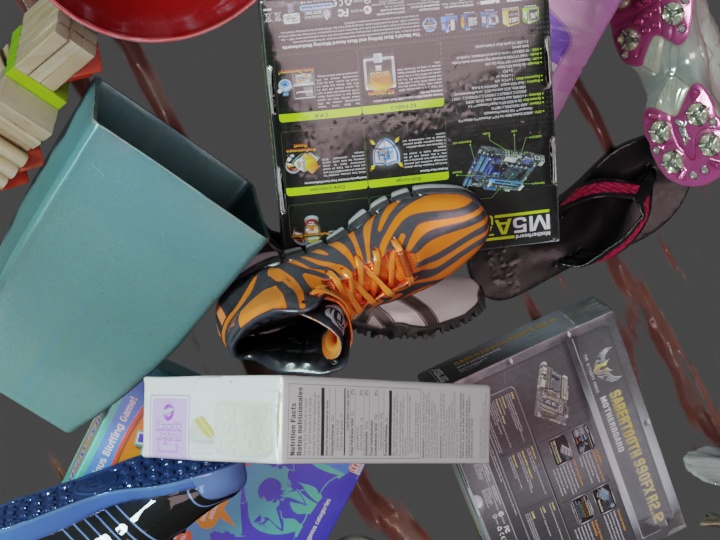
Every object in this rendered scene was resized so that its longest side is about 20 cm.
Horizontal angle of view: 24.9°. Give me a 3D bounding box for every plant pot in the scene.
[{"bbox_3d":[-0.183,-0.002,1.134,0.141,0.141,0.200,35,100,-18],"label":"plant pot"}]

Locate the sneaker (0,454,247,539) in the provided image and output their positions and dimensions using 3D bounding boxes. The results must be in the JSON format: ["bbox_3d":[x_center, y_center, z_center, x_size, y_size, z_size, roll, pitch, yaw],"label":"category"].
[{"bbox_3d":[-0.171,0.186,1.170,0.198,0.070,0.078,-16,107,0],"label":"sneaker"}]

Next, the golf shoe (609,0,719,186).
[{"bbox_3d":[0.244,-0.165,1.235,0.091,0.075,0.202,-14,92,-50],"label":"golf shoe"}]

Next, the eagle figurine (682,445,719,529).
[{"bbox_3d":[0.374,0.164,1.298,0.200,0.152,0.151,-44,146,16],"label":"eagle figurine"}]

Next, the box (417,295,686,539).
[{"bbox_3d":[0.152,0.143,1.287,0.157,0.048,0.201,-24,107,-7],"label":"box"}]

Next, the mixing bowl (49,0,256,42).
[{"bbox_3d":[-0.144,-0.260,1.097,0.198,0.108,0.202,-3,104,-13],"label":"mixing bowl"}]

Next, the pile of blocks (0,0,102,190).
[{"bbox_3d":[-0.241,-0.104,1.134,0.062,0.082,0.200,34,104,-32],"label":"pile of blocks"}]

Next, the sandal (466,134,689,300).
[{"bbox_3d":[0.176,-0.036,1.253,0.199,0.045,0.075,-31,107,-5],"label":"sandal"}]

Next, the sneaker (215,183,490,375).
[{"bbox_3d":[0.000,0.016,1.084,0.199,0.112,0.078,-25,115,5],"label":"sneaker"}]

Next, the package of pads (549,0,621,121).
[{"bbox_3d":[0.096,-0.155,1.193,0.120,0.076,0.201,28,95,-14],"label":"package of pads"}]

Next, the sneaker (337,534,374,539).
[{"bbox_3d":[0.025,0.308,1.265,0.074,0.106,0.201,-19,106,-8],"label":"sneaker"}]

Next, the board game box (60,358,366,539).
[{"bbox_3d":[-0.117,0.165,1.233,0.199,0.045,0.153,25,96,-16],"label":"board game box"}]

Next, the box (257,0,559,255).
[{"bbox_3d":[0.035,-0.106,1.129,0.198,0.048,0.195,-7,111,-4],"label":"box"}]

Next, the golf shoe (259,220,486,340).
[{"bbox_3d":[0.000,0.000,1.206,0.198,0.078,0.095,0,102,-14],"label":"golf shoe"}]

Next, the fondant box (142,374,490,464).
[{"bbox_3d":[-0.028,0.102,1.114,0.199,0.144,0.059,8,82,-44],"label":"fondant box"}]
